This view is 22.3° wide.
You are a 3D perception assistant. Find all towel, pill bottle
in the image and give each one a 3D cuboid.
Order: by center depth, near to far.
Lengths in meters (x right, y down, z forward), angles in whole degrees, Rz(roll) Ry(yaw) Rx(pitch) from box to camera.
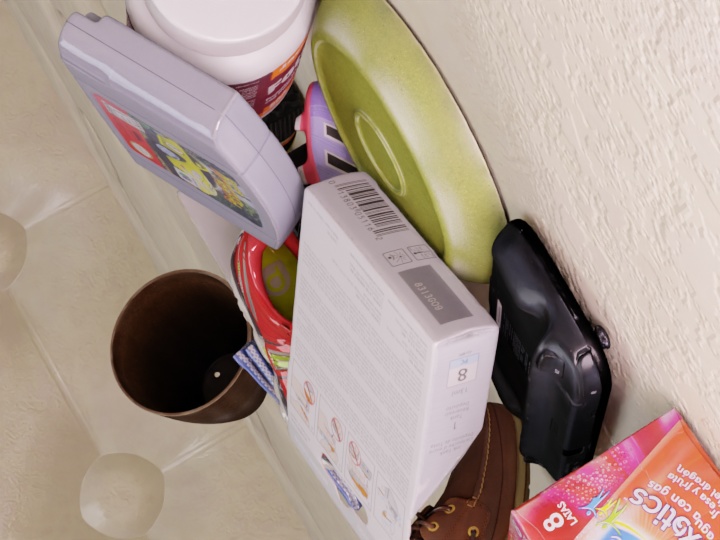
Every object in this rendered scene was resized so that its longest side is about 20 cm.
[{"bbox_3d":[-0.085,-0.159,1.106,0.115,0.114,0.200,60,171,3],"label":"pill bottle"},{"bbox_3d":[-0.043,0.111,1.386,0.145,0.024,0.200,53,-178,0],"label":"towel"}]

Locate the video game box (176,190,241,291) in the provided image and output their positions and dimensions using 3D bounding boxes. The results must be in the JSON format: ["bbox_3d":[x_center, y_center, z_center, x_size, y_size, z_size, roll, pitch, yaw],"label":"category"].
[{"bbox_3d":[-0.053,0.035,1.446,0.201,0.047,0.182,56,-175,31],"label":"video game box"}]

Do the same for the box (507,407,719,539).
[{"bbox_3d":[0.137,0.162,0.934,0.096,0.099,0.200,56,170,21],"label":"box"}]

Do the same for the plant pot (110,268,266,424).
[{"bbox_3d":[-0.191,0.120,2.321,0.187,0.186,0.200,55,-177,27],"label":"plant pot"}]

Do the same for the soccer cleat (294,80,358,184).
[{"bbox_3d":[0.013,-0.028,1.165,0.067,0.076,0.202,7,-110,-76],"label":"soccer cleat"}]

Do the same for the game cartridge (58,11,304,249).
[{"bbox_3d":[-0.098,-0.077,1.099,0.132,0.041,0.200,27,168,16],"label":"game cartridge"}]

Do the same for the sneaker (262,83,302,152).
[{"bbox_3d":[-0.114,-0.163,1.361,0.201,0.070,0.090,57,166,12],"label":"sneaker"}]

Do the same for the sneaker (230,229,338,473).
[{"bbox_3d":[-0.031,0.055,1.253,0.201,0.077,0.085,58,164,7],"label":"sneaker"}]

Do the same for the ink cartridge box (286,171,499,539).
[{"bbox_3d":[0.014,0.068,1.087,0.160,0.047,0.201,50,146,43],"label":"ink cartridge box"}]

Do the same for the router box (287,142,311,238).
[{"bbox_3d":[0.000,0.000,1.299,0.158,0.052,0.200,59,170,8],"label":"router box"}]

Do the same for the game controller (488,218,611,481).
[{"bbox_3d":[0.100,0.048,1.004,0.200,0.042,0.105,86,166,-67],"label":"game controller"}]

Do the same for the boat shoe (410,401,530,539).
[{"bbox_3d":[0.061,0.174,1.160,0.072,0.067,0.202,135,150,-66],"label":"boat shoe"}]

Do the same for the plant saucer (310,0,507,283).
[{"bbox_3d":[0.022,-0.074,1.049,0.201,0.031,0.200,57,169,17],"label":"plant saucer"}]
